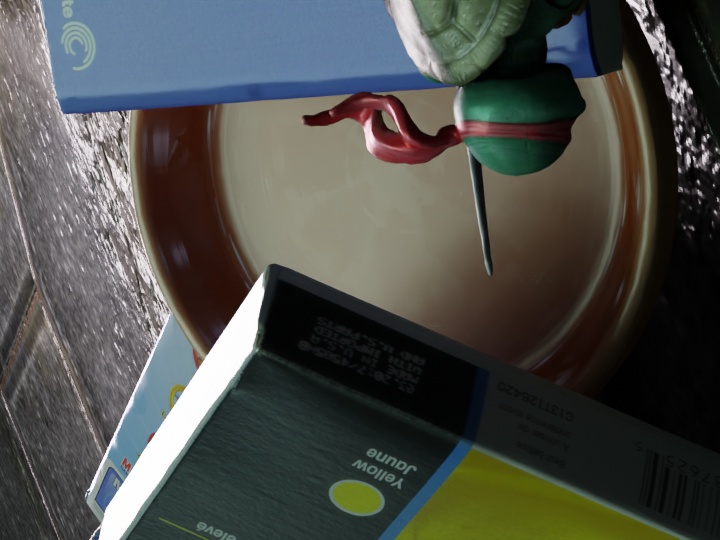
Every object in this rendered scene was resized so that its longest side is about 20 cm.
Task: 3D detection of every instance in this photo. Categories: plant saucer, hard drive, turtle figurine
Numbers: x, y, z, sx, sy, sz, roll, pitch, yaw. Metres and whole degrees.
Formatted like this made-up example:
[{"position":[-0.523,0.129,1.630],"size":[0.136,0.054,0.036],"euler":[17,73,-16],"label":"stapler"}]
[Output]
[{"position":[0.013,-0.034,0.813],"size":[0.200,0.032,0.201],"euler":[6,102,30],"label":"plant saucer"},{"position":[-0.019,-0.121,0.771],"size":[0.200,0.025,0.132],"euler":[-2,100,31],"label":"hard drive"},{"position":[0.049,-0.099,0.657],"size":[0.150,0.101,0.200],"euler":[-4,90,39],"label":"turtle figurine"}]

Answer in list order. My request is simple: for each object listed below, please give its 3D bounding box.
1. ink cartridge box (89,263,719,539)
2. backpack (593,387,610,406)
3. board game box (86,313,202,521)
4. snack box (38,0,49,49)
[{"position":[0.019,0.102,0.810],"size":[0.200,0.197,0.047],"euler":[124,163,-46],"label":"ink cartridge box"},{"position":[0.024,0.070,0.939],"size":[0.163,0.154,0.200],"euler":[13,141,39],"label":"backpack"},{"position":[-0.030,0.122,1.136],"size":[0.200,0.056,0.196],"euler":[52,143,19],"label":"board game box"},{"position":[-0.084,-0.163,1.025],"size":[0.037,0.116,0.200],"euler":[-90,-5,-50],"label":"snack box"}]
